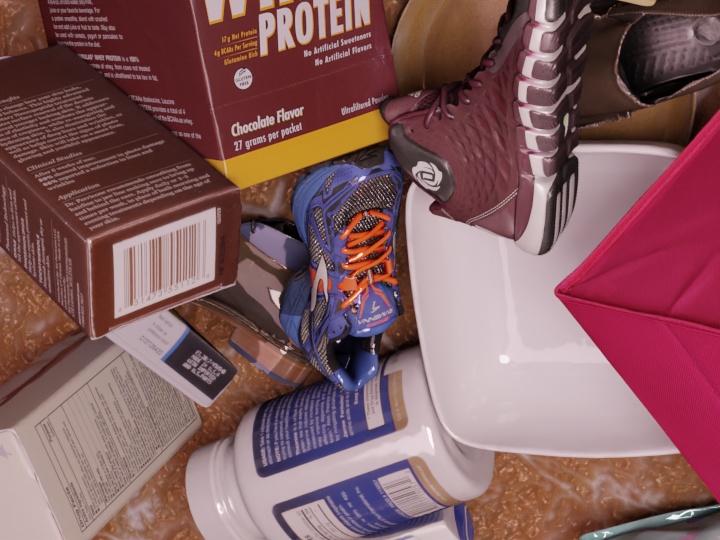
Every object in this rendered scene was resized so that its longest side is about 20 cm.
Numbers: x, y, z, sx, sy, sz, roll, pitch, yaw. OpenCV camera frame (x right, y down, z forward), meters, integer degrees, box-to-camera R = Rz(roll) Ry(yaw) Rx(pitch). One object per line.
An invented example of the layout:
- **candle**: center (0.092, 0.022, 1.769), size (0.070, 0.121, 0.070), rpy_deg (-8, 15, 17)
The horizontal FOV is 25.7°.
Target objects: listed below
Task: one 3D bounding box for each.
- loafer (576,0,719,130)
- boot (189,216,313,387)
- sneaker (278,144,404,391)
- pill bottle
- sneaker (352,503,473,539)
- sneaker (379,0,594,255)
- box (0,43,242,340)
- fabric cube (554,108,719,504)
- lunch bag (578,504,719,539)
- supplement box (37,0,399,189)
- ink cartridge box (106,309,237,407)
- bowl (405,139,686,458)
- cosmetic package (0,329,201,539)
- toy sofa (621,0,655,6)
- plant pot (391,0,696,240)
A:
- **loafer**: center (0.150, -0.126, 0.928), size (0.199, 0.071, 0.073), rpy_deg (-20, 101, 27)
- **boot**: center (-0.093, -0.016, 1.112), size (0.200, 0.075, 0.097), rpy_deg (38, 103, 2)
- **sneaker**: center (0.000, 0.000, 0.995), size (0.079, 0.075, 0.200), rpy_deg (57, 155, 33)
- **pill bottle**: center (-0.017, 0.131, 1.093), size (0.199, 0.111, 0.111), rpy_deg (-22, 100, 22)
- **sneaker**: center (0.007, 0.233, 1.157), size (0.199, 0.081, 0.115), rpy_deg (-28, 112, 21)
- **sneaker**: center (0.064, -0.107, 0.884), size (0.115, 0.076, 0.201), rpy_deg (13, 118, 21)
- **box**: center (-0.166, -0.052, 0.916), size (0.200, 0.100, 0.075), rpy_deg (41, 139, 37)
- **fabric cube**: center (0.265, 0.027, 0.831), size (0.199, 0.196, 0.200), rpy_deg (49, 166, -23)
- **lunch bag**: center (0.261, 0.239, 1.020), size (0.199, 0.122, 0.171), rpy_deg (-13, 102, -2)
- **supplement box**: center (-0.096, -0.169, 0.962), size (0.197, 0.132, 0.201), rpy_deg (12, 118, 53)
- **ink cartridge box**: center (-0.195, -0.009, 1.064), size (0.047, 0.198, 0.200), rpy_deg (-48, 53, -2)
- **bowl**: center (0.138, 0.011, 0.984), size (0.199, 0.075, 0.200), rpy_deg (-2, 109, 24)
- **cosmetic package**: center (-0.207, 0.118, 1.122), size (0.087, 0.200, 0.104), rpy_deg (-13, 104, 26)
- **toy sofa**: center (0.154, -0.250, 0.850), size (0.083, 0.098, 0.200), rpy_deg (10, 142, -11)
- **plant pot**: center (0.116, -0.118, 1.002), size (0.199, 0.027, 0.201), rpy_deg (7, 111, 20)
